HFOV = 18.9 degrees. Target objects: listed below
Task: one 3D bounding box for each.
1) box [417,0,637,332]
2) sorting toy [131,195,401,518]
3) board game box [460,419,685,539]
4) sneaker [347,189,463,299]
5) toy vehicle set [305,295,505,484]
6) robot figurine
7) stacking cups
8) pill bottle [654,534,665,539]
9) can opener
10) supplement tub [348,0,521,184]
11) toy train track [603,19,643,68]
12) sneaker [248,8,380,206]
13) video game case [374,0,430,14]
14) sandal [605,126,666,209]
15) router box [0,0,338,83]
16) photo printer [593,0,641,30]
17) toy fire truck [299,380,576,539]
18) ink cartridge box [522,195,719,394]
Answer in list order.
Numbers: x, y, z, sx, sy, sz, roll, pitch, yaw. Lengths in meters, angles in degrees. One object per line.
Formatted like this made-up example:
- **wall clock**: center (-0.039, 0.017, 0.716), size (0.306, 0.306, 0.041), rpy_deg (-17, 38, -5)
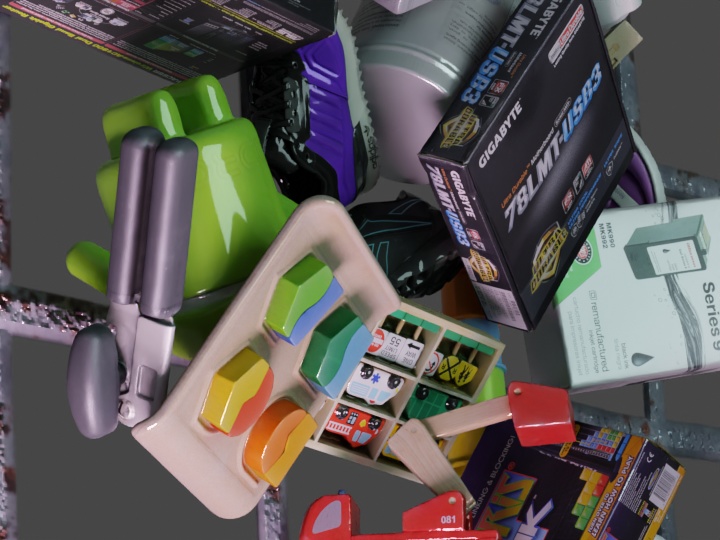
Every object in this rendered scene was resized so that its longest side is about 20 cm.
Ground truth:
- **box**: center (0.134, -0.090, 1.669), size (0.200, 0.050, 0.199), rpy_deg (-57, 145, -28)
- **sorting toy**: center (-0.053, 0.066, 1.448), size (0.200, 0.036, 0.185), rpy_deg (-52, 153, -10)
- **board game box**: center (0.125, 0.205, 1.581), size (0.057, 0.165, 0.201), rpy_deg (37, 74, -36)
- **sneaker**: center (0.000, 0.000, 1.646), size (0.079, 0.076, 0.200), rpy_deg (47, 45, 16)
- **toy vehicle set**: center (0.008, 0.078, 1.592), size (0.200, 0.026, 0.125), rpy_deg (22, 97, -43)
- **robot figurine**: center (-0.108, -0.027, 1.477), size (0.175, 0.115, 0.201), rpy_deg (-25, 98, -42)
- **stacking cups**: center (0.085, 0.062, 1.719), size (0.060, 0.060, 0.201), rpy_deg (13, 65, -46)
- **pill bottle**: center (0.190, 0.310, 1.708), size (0.112, 0.112, 0.201), rpy_deg (25, 60, -42)
- **can opener**: center (-0.145, 0.012, 1.368), size (0.067, 0.053, 0.201), rpy_deg (-25, 129, -55)
- **supplement tub**: center (0.057, -0.181, 1.711), size (0.132, 0.132, 0.200), rpy_deg (48, 47, -27)
- **toy train track**: center (0.155, -0.130, 1.805), size (0.200, 0.033, 0.115), rpy_deg (-45, 96, -1)
- **sneaker**: center (-0.050, -0.121, 1.592), size (0.099, 0.069, 0.201), rpy_deg (-41, 124, -36)
- **video game case**: center (0.013, -0.272, 1.657), size (0.182, 0.200, 0.022), rpy_deg (-28, 143, -43)
- **sandal**: center (0.230, -0.043, 1.902), size (0.050, 0.082, 0.204), rpy_deg (-21, 94, -45)
- **router box**: center (-0.134, -0.198, 1.482), size (0.200, 0.149, 0.062), rpy_deg (21, 62, -44)
- **photo printer**: center (0.152, -0.273, 1.802), size (0.069, 0.200, 0.167), rpy_deg (-29, 100, -17)
- **toy fire truck**: center (0.055, 0.156, 1.552), size (0.049, 0.199, 0.142), rpy_deg (64, 25, -67)
- **ink cartridge box**: center (0.238, 0.019, 1.816), size (0.199, 0.084, 0.147), rpy_deg (-8, 83, -19)
